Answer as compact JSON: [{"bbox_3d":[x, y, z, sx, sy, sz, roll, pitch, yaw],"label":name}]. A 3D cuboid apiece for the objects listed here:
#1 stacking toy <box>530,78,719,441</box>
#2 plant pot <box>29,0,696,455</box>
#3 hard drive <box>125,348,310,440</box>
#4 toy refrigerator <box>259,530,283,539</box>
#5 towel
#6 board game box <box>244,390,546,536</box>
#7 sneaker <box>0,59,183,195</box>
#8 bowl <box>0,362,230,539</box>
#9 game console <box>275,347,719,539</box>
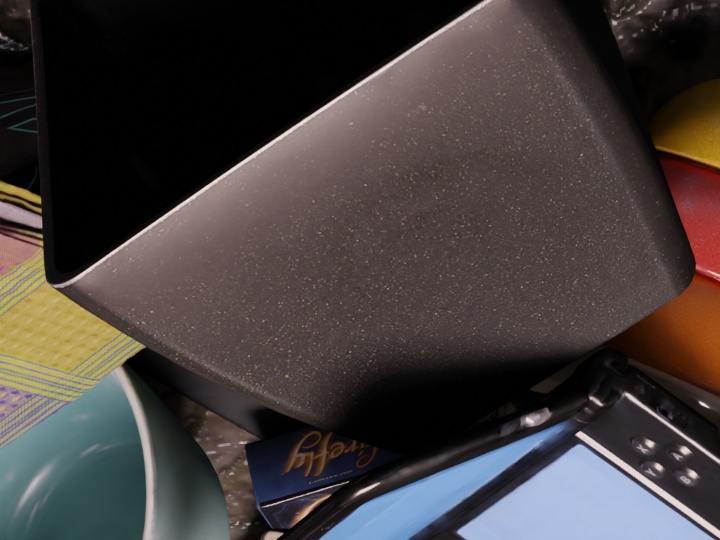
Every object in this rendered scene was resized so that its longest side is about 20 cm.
[{"bbox_3d":[0.151,-0.025,1.082,0.146,0.146,0.200,26,86,-25],"label":"stacking toy"},{"bbox_3d":[0.012,-0.053,0.996,0.199,0.200,0.177,-33,127,16],"label":"plant pot"},{"bbox_3d":[0.000,0.000,1.168,0.140,0.033,0.200,32,123,-29],"label":"hard drive"},{"bbox_3d":[-0.036,0.195,1.265,0.070,0.076,0.200,12,153,-9],"label":"toy refrigerator"},{"bbox_3d":[-0.169,0.036,1.082,0.200,0.023,0.144,-36,149,26],"label":"towel"},{"bbox_3d":[0.062,0.093,1.224,0.200,0.035,0.136,-17,149,7],"label":"board game box"},{"bbox_3d":[-0.168,-0.046,1.084,0.200,0.079,0.075,-6,133,4],"label":"sneaker"},{"bbox_3d":[-0.136,0.125,1.185,0.201,0.201,0.105,-33,146,24],"label":"bowl"},{"bbox_3d":[0.053,0.121,1.038,0.176,0.116,0.200,36,148,-7],"label":"game console"}]
